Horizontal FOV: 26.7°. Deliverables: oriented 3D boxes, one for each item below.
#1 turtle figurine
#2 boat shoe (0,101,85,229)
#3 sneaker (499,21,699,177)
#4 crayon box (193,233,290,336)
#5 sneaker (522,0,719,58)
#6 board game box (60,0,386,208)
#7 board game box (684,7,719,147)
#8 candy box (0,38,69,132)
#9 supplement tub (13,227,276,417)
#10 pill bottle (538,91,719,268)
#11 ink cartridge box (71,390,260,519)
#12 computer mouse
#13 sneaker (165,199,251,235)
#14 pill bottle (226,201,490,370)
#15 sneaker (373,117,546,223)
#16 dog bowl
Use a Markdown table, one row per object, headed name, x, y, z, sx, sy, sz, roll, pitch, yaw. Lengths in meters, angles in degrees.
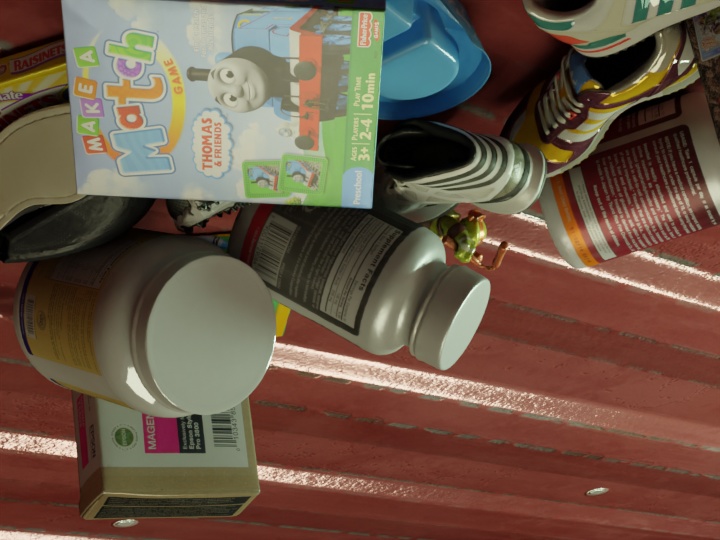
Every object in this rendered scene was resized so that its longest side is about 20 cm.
| name | x | y | z | sx | sy | sz | roll | pitch | yaw |
| --- | --- | --- | --- | --- | --- | --- | --- | --- | --- |
| turtle figurine | 0.048 | -0.039 | 1.342 | 0.160 | 0.065 | 0.200 | 3 | -175 | -11 |
| boat shoe | -0.245 | -0.080 | 1.139 | 0.199 | 0.063 | 0.073 | -28 | 108 | 27 |
| sneaker | 0.169 | -0.140 | 1.166 | 0.200 | 0.075 | 0.090 | -37 | 156 | 30 |
| crayon box | -0.163 | 0.020 | 1.414 | 0.198 | 0.059 | 0.119 | -3 | 155 | -12 |
| sneaker | 0.198 | -0.212 | 1.032 | 0.199 | 0.071 | 0.093 | -27 | 156 | 38 |
| board game box | -0.087 | -0.114 | 0.974 | 0.198 | 0.037 | 0.152 | 3 | 129 | -1 |
| board game box | 0.324 | -0.132 | 1.093 | 0.096 | 0.202 | 0.159 | -27 | 150 | 33 |
| candy box | -0.244 | -0.123 | 1.118 | 0.198 | 0.027 | 0.102 | -15 | 154 | 12 |
| supplement tub | -0.175 | 0.039 | 1.226 | 0.145 | 0.147 | 0.199 | 14 | 177 | -41 |
| pill bottle | 0.255 | -0.082 | 1.279 | 0.199 | 0.114 | 0.113 | -18 | 154 | 20 |
| ink cartridge box | -0.194 | 0.136 | 1.484 | 0.163 | 0.202 | 0.075 | 3 | 152 | -27 |
| computer mouse | -0.231 | -0.039 | 1.204 | 0.199 | 0.139 | 0.053 | -27 | 109 | 12 |
| sneaker | -0.121 | -0.084 | 1.136 | 0.066 | 0.091 | 0.200 | -25 | 179 | -12 |
| pill bottle | 0.000 | 0.000 | 1.229 | 0.199 | 0.111 | 0.111 | 28 | 163 | 18 |
| sneaker | 0.041 | -0.089 | 1.202 | 0.115 | 0.076 | 0.200 | 20 | 167 | -38 |
| dog bowl | 0.013 | -0.173 | 1.078 | 0.111 | 0.050 | 0.200 | -23 | 151 | 27 |
